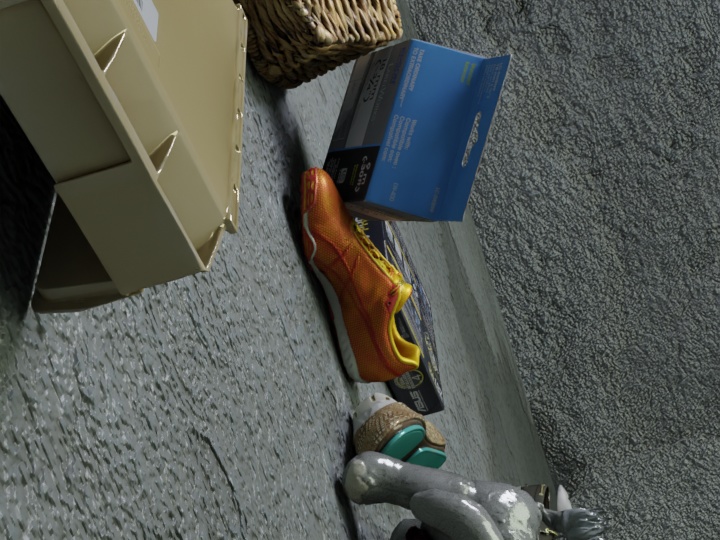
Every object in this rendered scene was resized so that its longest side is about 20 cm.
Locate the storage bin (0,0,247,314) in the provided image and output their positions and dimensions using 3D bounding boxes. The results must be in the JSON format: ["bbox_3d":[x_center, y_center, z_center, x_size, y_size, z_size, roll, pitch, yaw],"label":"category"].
[{"bbox_3d":[-0.125,-0.118,0.491,0.199,0.093,0.200,-93,165,-48],"label":"storage bin"}]

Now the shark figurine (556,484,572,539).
[{"bbox_3d":[0.175,0.352,1.412,0.089,0.215,0.128,39,33,19],"label":"shark figurine"}]

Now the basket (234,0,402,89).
[{"bbox_3d":[-0.079,-0.264,1.066,0.143,0.149,0.201,-17,91,-47],"label":"basket"}]

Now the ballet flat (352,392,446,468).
[{"bbox_3d":[0.023,0.140,1.049,0.065,0.070,0.200,49,-2,20],"label":"ballet flat"}]

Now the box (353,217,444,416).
[{"bbox_3d":[0.034,0.030,1.274,0.161,0.049,0.200,-98,168,-46],"label":"box"}]

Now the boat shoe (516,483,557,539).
[{"bbox_3d":[0.301,0.434,2.095,0.202,0.060,0.072,-89,161,-59],"label":"boat shoe"}]

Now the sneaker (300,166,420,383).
[{"bbox_3d":[0.000,0.000,1.054,0.073,0.077,0.200,-80,151,-65],"label":"sneaker"}]

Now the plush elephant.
[{"bbox_3d":[0.082,0.245,0.927,0.165,0.199,0.155,73,25,-53],"label":"plush elephant"}]

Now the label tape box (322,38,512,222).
[{"bbox_3d":[0.037,-0.118,1.052,0.200,0.063,0.145,6,-101,69],"label":"label tape box"}]
